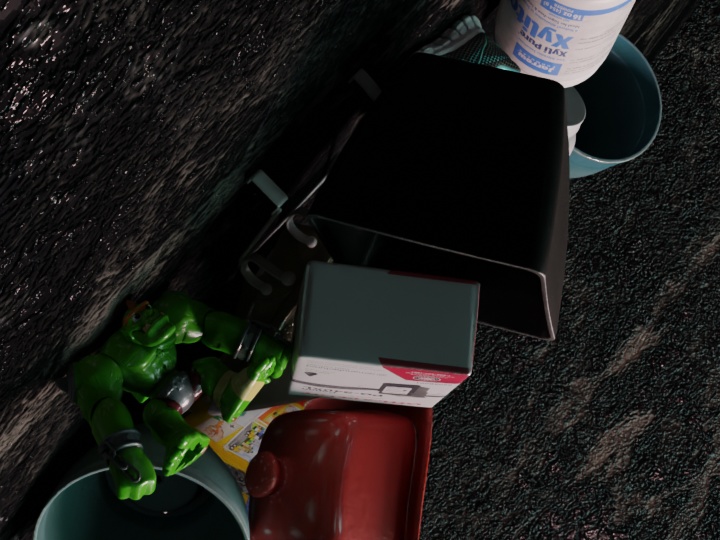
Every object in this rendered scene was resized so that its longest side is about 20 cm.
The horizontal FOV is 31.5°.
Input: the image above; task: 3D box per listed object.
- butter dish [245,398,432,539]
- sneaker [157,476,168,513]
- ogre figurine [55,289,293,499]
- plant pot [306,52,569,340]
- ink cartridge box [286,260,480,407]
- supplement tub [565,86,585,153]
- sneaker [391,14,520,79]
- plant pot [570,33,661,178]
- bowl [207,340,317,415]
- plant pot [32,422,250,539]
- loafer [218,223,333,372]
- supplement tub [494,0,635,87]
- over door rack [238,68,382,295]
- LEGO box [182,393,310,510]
[{"bbox_3d":[-0.045,0.206,1.218,0.199,0.147,0.202,-7,-111,47],"label":"butter dish"},{"bbox_3d":[-0.233,0.226,1.343,0.073,0.111,0.201,-81,166,-55],"label":"sneaker"},{"bbox_3d":[-0.154,0.087,1.013,0.200,0.120,0.098,-48,167,-24],"label":"ogre figurine"},{"bbox_3d":[0.092,-0.070,1.102,0.200,0.199,0.179,58,49,-69],"label":"plant pot"},{"bbox_3d":[0.013,0.062,1.112,0.200,0.144,0.084,111,-16,-75],"label":"ink cartridge box"},{"bbox_3d":[0.185,-0.155,1.632,0.145,0.144,0.200,-40,166,-48],"label":"supplement tub"},{"bbox_3d":[0.089,-0.177,1.245,0.200,0.091,0.078,-44,168,-37],"label":"sneaker"},{"bbox_3d":[0.285,-0.216,1.792,0.200,0.200,0.188,-46,-175,-26],"label":"plant pot"},{"bbox_3d":[-0.075,0.094,1.390,0.199,0.091,0.201,-10,178,0],"label":"bowl"},{"bbox_3d":[-0.199,0.228,1.217,0.201,0.199,0.134,-54,-164,23],"label":"plant pot"},{"bbox_3d":[-0.093,0.037,1.270,0.200,0.067,0.076,-53,169,3],"label":"loafer"},{"bbox_3d":[0.212,-0.284,1.294,0.132,0.132,0.200,-48,170,-15],"label":"supplement tub"},{"bbox_3d":[-0.038,-0.065,1.143,0.148,0.066,0.200,-48,171,-23],"label":"over door rack"},{"bbox_3d":[-0.125,0.201,1.475,0.200,0.148,0.078,-35,150,-57],"label":"LEGO box"}]
